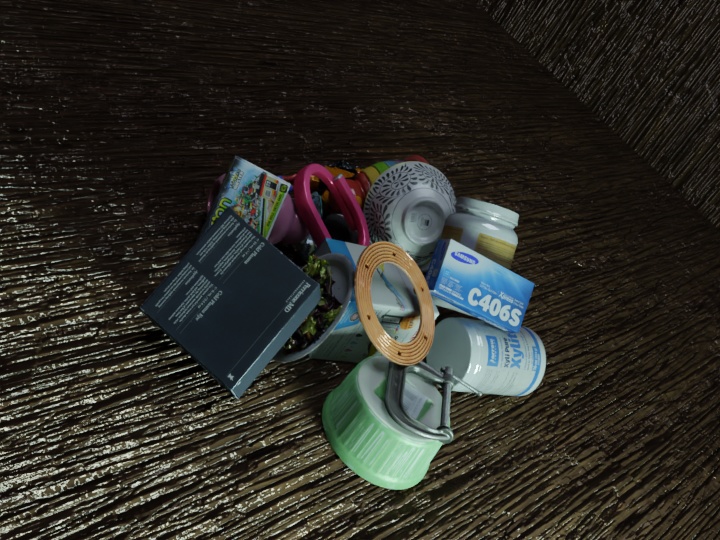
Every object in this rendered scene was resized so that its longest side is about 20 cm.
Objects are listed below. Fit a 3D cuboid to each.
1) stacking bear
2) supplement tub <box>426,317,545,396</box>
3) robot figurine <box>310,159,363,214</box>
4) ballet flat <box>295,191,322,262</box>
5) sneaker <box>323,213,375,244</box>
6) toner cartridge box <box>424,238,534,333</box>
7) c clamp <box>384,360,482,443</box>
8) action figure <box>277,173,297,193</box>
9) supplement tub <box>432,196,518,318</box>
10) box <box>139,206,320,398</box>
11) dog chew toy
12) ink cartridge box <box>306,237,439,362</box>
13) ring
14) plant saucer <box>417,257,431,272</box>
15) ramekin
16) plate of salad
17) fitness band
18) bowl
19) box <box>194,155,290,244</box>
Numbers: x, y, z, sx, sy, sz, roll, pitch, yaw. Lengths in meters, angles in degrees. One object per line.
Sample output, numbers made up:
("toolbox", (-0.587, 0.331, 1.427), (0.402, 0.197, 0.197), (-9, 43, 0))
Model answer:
("stacking bear", (0.030, -0.157, 1.850), (0.196, 0.124, 0.114), (-14, 33, -21))
("supplement tub", (0.233, 0.160, 1.702), (0.197, 0.133, 0.133), (9, 39, -37))
("robot figurine", (-0.039, -0.171, 1.952), (0.198, 0.059, 0.146), (-11, 54, -50))
("ballet flat", (-0.101, -0.088, 1.777), (0.073, 0.075, 0.202), (19, 31, -24))
("sneaker", (-0.015, -0.022, 1.763), (0.199, 0.076, 0.115), (42, 35, 10))
("toner cartridge box", (0.207, 0.028, 1.617), (0.197, 0.097, 0.043), (25, -11, -26))
("c clamp", (0.114, 0.199, 1.440), (0.169, 0.027, 0.201), (33, 30, -5))
("action figure", (-0.191, -0.149, 1.785), (0.198, 0.052, 0.066), (-11, 48, -44))
("supplement tub", (0.211, -0.021, 1.721), (0.142, 0.204, 0.145), (16, 0, 0))
("box", (-0.187, 0.049, 1.365), (0.181, 0.201, 0.104), (40, -12, 9))
("dog chew toy", (-0.175, -0.102, 1.662), (0.197, 0.125, 0.126), (16, 35, -29))
("ink cartridge box", (0.004, 0.059, 1.597), (0.197, 0.148, 0.146), (9, 41, -36))
("ring", (0.053, 0.053, 1.483), (0.199, 0.019, 0.205), (25, 56, -44))
("plant saucer", (0.082, -0.071, 1.914), (0.196, 0.050, 0.204), (12, 54, -17))
("ramekin", (0.046, 0.230, 1.455), (0.197, 0.098, 0.202), (25, 32, -17))
("plate of salad", (-0.089, 0.052, 1.470), (0.048, 0.199, 0.202), (41, 24, -33))
("fitness band", (-0.051, -0.102, 1.700), (0.203, 0.037, 0.144), (61, 34, -9))
("bowl", (0.110, -0.102, 1.782), (0.197, 0.204, 0.094), (22, 6, -21))
("box", (-0.205, -0.076, 1.555), (0.108, 0.204, 0.035), (25, -10, -15))
